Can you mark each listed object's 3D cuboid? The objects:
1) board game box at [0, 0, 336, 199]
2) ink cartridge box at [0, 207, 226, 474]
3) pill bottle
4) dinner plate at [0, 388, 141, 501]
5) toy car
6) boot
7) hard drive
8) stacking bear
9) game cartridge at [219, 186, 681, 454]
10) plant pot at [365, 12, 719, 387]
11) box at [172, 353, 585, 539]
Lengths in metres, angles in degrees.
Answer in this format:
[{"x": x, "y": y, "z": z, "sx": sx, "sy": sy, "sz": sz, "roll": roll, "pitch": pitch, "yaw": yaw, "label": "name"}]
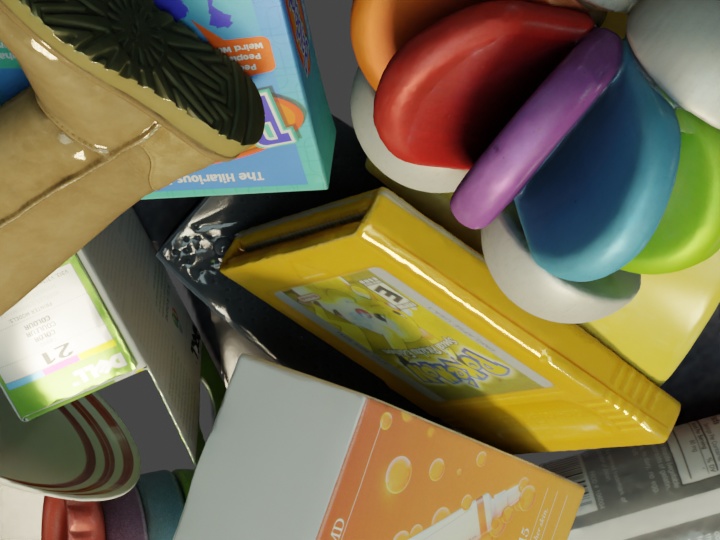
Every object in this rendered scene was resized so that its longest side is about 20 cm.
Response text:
[{"x": -0.102, "y": -0.115, "z": 1.053, "sx": 0.151, "sy": 0.045, "sz": 0.200, "roll": -3, "pitch": 138, "yaw": 10, "label": "board game box"}, {"x": -0.143, "y": 0.034, "z": 1.243, "sx": 0.075, "sy": 0.148, "sz": 0.201, "roll": -23, "pitch": 114, "yaw": 8, "label": "ink cartridge box"}, {"x": 0.192, "y": 0.146, "z": 1.339, "sx": 0.199, "sy": 0.114, "sz": 0.114, "roll": -15, "pitch": 114, "yaw": 3, "label": "pill bottle"}, {"x": -0.207, "y": 0.066, "z": 1.223, "sx": 0.200, "sy": 0.200, "sz": 0.024, "roll": 27, "pitch": 105, "yaw": -15, "label": "dinner plate"}, {"x": 0.078, "y": -0.073, "z": 1.034, "sx": 0.200, "sy": 0.150, "sz": 0.175, "roll": 45, "pitch": 120, "yaw": 11, "label": "toy car"}, {"x": -0.167, "y": -0.058, "z": 1.037, "sx": 0.200, "sy": 0.066, "sz": 0.175, "roll": -29, "pitch": 128, "yaw": 31, "label": "boot"}, {"x": 0.000, "y": 0.000, "z": 1.297, "sx": 0.200, "sy": 0.042, "sz": 0.135, "roll": 37, "pitch": 106, "yaw": -19, "label": "hard drive"}, {"x": -0.076, "y": 0.166, "z": 1.331, "sx": 0.199, "sy": 0.114, "sz": 0.122, "roll": -1, "pitch": 101, "yaw": -16, "label": "stacking bear"}, {"x": 0.042, "y": 0.034, "z": 1.208, "sx": 0.200, "sy": 0.176, "sz": 0.033, "roll": 36, "pitch": 69, "yaw": -18, "label": "game cartridge"}, {"x": 0.113, "y": -0.067, "z": 1.206, "sx": 0.188, "sy": 0.201, "sz": 0.201, "roll": 27, "pitch": 110, "yaw": 2, "label": "plant pot"}, {"x": 0.011, "y": 0.137, "z": 1.231, "sx": 0.200, "sy": 0.097, "sz": 0.125, "roll": 25, "pitch": 83, "yaw": -47, "label": "box"}]
